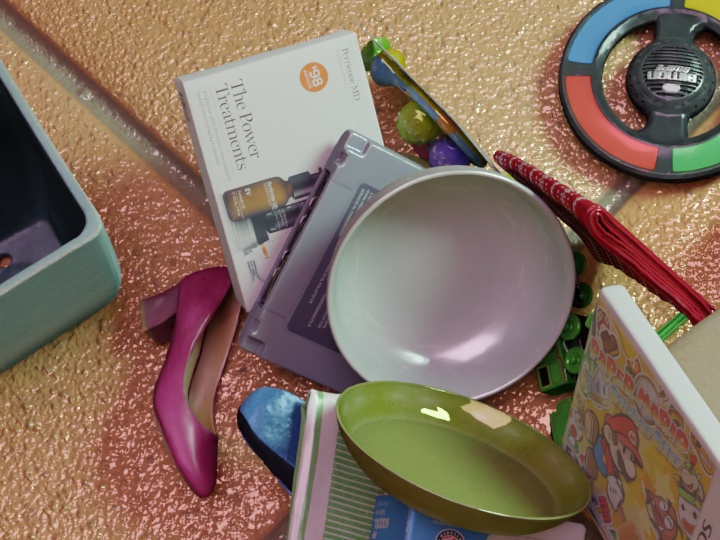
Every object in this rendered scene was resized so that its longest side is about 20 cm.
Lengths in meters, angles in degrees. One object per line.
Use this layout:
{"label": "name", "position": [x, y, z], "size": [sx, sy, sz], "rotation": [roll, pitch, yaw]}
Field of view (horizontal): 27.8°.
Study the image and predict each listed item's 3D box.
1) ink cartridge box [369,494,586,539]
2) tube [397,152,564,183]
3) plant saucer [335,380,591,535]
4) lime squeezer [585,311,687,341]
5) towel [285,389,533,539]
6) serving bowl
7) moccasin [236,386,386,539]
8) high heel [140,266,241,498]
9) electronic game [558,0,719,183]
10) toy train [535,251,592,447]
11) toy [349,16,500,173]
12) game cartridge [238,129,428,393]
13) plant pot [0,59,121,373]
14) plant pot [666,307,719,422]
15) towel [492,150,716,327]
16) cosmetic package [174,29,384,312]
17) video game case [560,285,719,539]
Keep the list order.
{"label": "ink cartridge box", "position": [0.075, 0.276, 1.073], "size": [0.144, 0.084, 0.201], "rotation": [14, 76, -19]}
{"label": "tube", "position": [0.075, -0.070, 1.275], "size": [0.199, 0.052, 0.058], "rotation": [14, 101, 9]}
{"label": "plant saucer", "position": [0.072, 0.142, 1.073], "size": [0.199, 0.200, 0.031], "rotation": [24, 107, 16]}
{"label": "lime squeezer", "position": [0.210, 0.060, 1.159], "size": [0.038, 0.200, 0.071], "rotation": [18, 101, 33]}
{"label": "towel", "position": [0.042, 0.180, 1.142], "size": [0.199, 0.023, 0.153], "rotation": [12, 71, -17]}
{"label": "serving bowl", "position": [0.068, 0.005, 1.161], "size": [0.199, 0.201, 0.066], "rotation": [-18, 25, -1]}
{"label": "moccasin", "position": [-0.017, 0.168, 1.174], "size": [0.200, 0.068, 0.080], "rotation": [48, 66, -2]}
{"label": "high heel", "position": [-0.125, 0.088, 1.222], "size": [0.096, 0.067, 0.201], "rotation": [-22, 63, 9]}
{"label": "electronic game", "position": [0.276, -0.170, 1.292], "size": [0.199, 0.042, 0.201], "rotation": [-2, 68, 6]}
{"label": "toy train", "position": [0.171, 0.072, 1.201], "size": [0.056, 0.042, 0.201], "rotation": [-26, 64, 38]}
{"label": "toy", "position": [0.056, -0.126, 1.248], "size": [0.047, 0.115, 0.200], "rotation": [-41, 56, 8]}
{"label": "game cartridge", "position": [0.000, 0.000, 1.201], "size": [0.133, 0.041, 0.201], "rotation": [26, 97, -17]}
{"label": "plant pot", "position": [-0.315, -0.015, 1.218], "size": [0.195, 0.200, 0.197], "rotation": [-33, 67, -7]}
{"label": "plant pot", "position": [0.306, 0.133, 1.094], "size": [0.176, 0.200, 0.201], "rotation": [-23, 66, 12]}
{"label": "towel", "position": [0.186, -0.028, 1.145], "size": [0.144, 0.200, 0.023], "rotation": [39, 93, -23]}
{"label": "cosmetic package", "position": [-0.054, -0.083, 1.212], "size": [0.150, 0.052, 0.201], "rotation": [-19, 106, -12]}
{"label": "video game case", "position": [0.203, 0.142, 1.026], "size": [0.023, 0.183, 0.200], "rotation": [-9, 42, -17]}
